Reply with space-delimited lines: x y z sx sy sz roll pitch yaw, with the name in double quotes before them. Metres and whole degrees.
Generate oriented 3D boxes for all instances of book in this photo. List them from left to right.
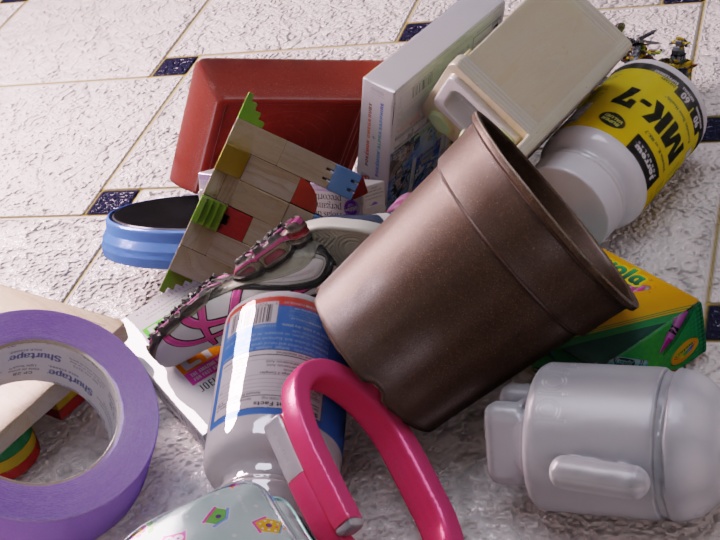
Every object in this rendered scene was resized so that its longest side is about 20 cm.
"book" -0.131 0.079 1.360 0.133 0.048 0.200 -30 40 -20

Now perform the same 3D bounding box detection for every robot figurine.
"robot figurine" 0.195 0.127 1.097 0.199 0.113 0.170 1 20 21

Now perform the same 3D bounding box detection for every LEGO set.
"LEGO set" 0.261 -0.241 1.584 0.200 0.116 0.154 16 27 40

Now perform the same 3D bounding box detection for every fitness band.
"fitness band" 0.005 0.153 1.093 0.037 0.143 0.200 -43 57 26

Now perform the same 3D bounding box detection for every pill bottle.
"pill bottle" -0.067 0.125 1.187 0.112 0.112 0.200 -6 49 13
"pill bottle" 0.245 -0.111 1.429 0.114 0.115 0.200 13 43 35

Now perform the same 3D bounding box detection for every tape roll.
"tape roll" -0.271 0.132 1.224 0.200 0.066 0.200 8 52 -11

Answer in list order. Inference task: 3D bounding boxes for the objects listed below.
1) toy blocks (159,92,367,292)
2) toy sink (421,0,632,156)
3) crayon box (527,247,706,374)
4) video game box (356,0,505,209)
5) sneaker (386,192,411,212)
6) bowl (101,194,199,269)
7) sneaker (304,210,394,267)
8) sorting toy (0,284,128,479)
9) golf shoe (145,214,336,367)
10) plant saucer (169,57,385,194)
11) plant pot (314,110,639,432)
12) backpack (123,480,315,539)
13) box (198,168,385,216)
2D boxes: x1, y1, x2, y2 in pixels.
"toy blocks" -0.083 -0.044 1.353 0.136 0.200 0.100 25 3 -7
"toy sink" 0.139 -0.165 1.400 0.112 0.130 0.200 43 73 3
"crayon box" 0.187 0.038 1.281 0.119 0.058 0.200 -30 36 -22
"video game box" 0.071 -0.167 1.513 0.047 0.182 0.200 28 49 25
"sneaker" 0.000 0.000 1.406 0.095 0.079 0.200 -9 26 25
"bowl" -0.161 -0.043 1.482 0.200 0.039 0.201 -1 14 0
"sneaker" 0.040 -0.030 1.314 0.199 0.075 0.085 4 36 1
"sorting toy" -0.343 0.111 1.364 0.200 0.070 0.199 14 43 35
"golf shoe" -0.104 0.040 1.286 0.200 0.092 0.073 -34 7 27
"plant saucer" -0.082 -0.137 1.496 0.199 0.200 0.037 -2 58 -18
"plant pot" 0.084 0.013 1.176 0.198 0.200 0.200 -41 32 12
"backpack" -0.102 0.254 0.996 0.200 0.154 0.176 -31 41 -10
"box" -0.070 -0.073 1.429 0.200 0.039 0.041 7 17 32
